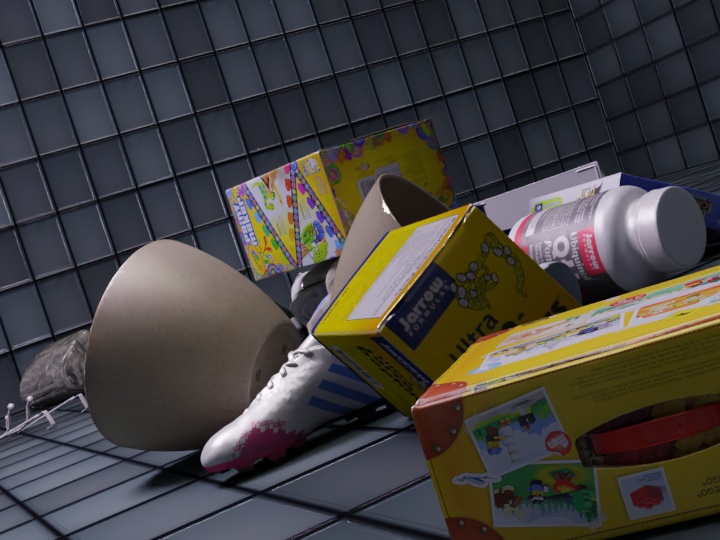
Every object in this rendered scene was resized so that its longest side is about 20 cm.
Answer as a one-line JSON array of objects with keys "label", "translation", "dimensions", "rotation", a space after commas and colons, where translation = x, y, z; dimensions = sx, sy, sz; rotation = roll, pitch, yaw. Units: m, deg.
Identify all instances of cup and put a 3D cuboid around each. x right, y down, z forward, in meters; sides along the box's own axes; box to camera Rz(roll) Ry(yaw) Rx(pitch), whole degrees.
[{"label": "cup", "translation": [-0.140, 0.083, 1.046], "dimensions": [0.142, 0.203, 0.200], "rotation": [11, 14, 23]}, {"label": "cup", "translation": [0.049, 0.022, 1.138], "dimensions": [0.143, 0.200, 0.200], "rotation": [-47, -8, 20]}]

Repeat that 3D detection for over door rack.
[{"label": "over door rack", "translation": [-0.656, 0.286, 2.181], "dimensions": [0.198, 0.067, 0.148], "rotation": [-19, 3, 18]}]

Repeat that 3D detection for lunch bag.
[{"label": "lunch bag", "translation": [-0.779, 0.269, 2.895], "dimensions": [0.198, 0.140, 0.168], "rotation": [-21, 17, 31]}]

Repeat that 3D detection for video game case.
[{"label": "video game case", "translation": [0.329, -0.063, 1.315], "dimensions": [0.198, 0.046, 0.181], "rotation": [9, -9, -24]}]

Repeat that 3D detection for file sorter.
[{"label": "file sorter", "translation": [0.274, -0.059, 1.609], "dimensions": [0.198, 0.141, 0.124], "rotation": [-18, -1, 18]}]

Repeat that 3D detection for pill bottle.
[{"label": "pill bottle", "translation": [0.256, -0.025, 1.161], "dimensions": [0.110, 0.112, 0.199], "rotation": [-20, 2, -39]}]

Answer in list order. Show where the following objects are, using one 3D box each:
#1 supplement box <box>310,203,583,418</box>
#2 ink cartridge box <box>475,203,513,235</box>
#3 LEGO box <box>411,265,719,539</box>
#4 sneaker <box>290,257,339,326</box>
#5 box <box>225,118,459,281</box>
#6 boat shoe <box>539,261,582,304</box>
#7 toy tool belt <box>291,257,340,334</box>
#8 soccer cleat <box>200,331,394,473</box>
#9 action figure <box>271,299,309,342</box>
[{"label": "supplement box", "translation": [0.055, 0.038, 0.810], "dimensions": [0.109, 0.109, 0.200], "rotation": [-51, 9, -12]}, {"label": "ink cartridge box", "translation": [0.118, -0.003, 1.474], "dimensions": [0.198, 0.138, 0.076], "rotation": [-19, -2, 3]}, {"label": "LEGO box", "translation": [0.141, 0.053, 0.505], "dimensions": [0.198, 0.078, 0.149], "rotation": [-18, 2, 19]}, {"label": "sneaker", "translation": [0.000, 0.000, 1.416], "dimensions": [0.198, 0.077, 0.081], "rotation": [-19, 31, 12]}, {"label": "box", "translation": [-0.022, -0.087, 1.370], "dimensions": [0.199, 0.123, 0.192], "rotation": [-22, 5, -42]}, {"label": "boat shoe", "translation": [0.126, 0.045, 1.008], "dimensions": [0.090, 0.072, 0.199], "rotation": [-12, 8, 37]}, {"label": "toy tool belt", "translation": [0.004, 0.061, 1.338], "dimensions": [0.122, 0.125, 0.200], "rotation": [-10, -34, -50]}, {"label": "soccer cleat", "translation": [-0.054, 0.103, 0.938], "dimensions": [0.198, 0.087, 0.070], "rotation": [-20, 2, -31]}, {"label": "action figure", "translation": [-0.080, 0.100, 1.489], "dimensions": [0.199, 0.054, 0.119], "rotation": [5, -65, -61]}]
